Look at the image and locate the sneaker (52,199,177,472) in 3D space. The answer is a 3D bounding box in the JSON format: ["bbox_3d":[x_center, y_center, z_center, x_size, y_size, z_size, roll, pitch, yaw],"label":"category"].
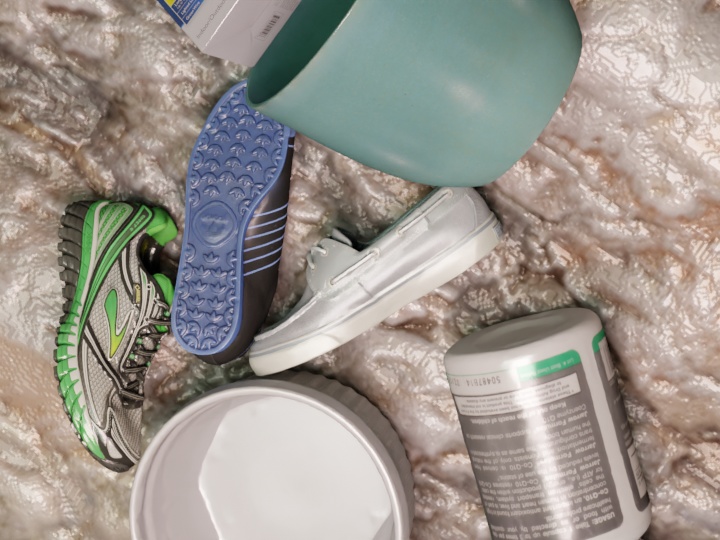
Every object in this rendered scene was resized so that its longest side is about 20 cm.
[{"bbox_3d":[-0.166,0.042,1.670,0.085,0.078,0.201,-5,72,11],"label":"sneaker"}]

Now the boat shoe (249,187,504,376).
[{"bbox_3d":[0.000,0.000,1.650,0.200,0.070,0.072,-31,95,6],"label":"boat shoe"}]

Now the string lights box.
[{"bbox_3d":[-0.114,-0.240,1.591,0.103,0.059,0.200,-53,58,18],"label":"string lights box"}]

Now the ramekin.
[{"bbox_3d":[-0.054,0.165,1.686,0.199,0.105,0.202,3,104,13],"label":"ramekin"}]

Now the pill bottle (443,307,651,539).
[{"bbox_3d":[0.134,0.136,1.628,0.112,0.113,0.201,-13,98,16],"label":"pill bottle"}]

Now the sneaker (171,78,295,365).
[{"bbox_3d":[-0.086,-0.033,1.674,0.070,0.078,0.201,13,84,13],"label":"sneaker"}]

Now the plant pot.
[{"bbox_3d":[0.046,-0.148,1.549,0.161,0.201,0.201,33,109,-16],"label":"plant pot"}]
